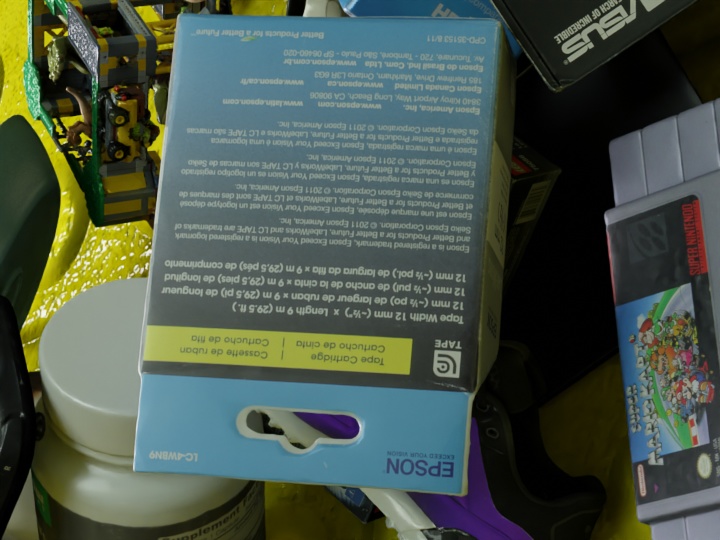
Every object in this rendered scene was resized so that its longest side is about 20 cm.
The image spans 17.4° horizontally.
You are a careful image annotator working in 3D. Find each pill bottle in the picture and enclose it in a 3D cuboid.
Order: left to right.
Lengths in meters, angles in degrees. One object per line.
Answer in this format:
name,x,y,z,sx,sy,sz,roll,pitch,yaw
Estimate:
pill bottle,-0.103,0.108,1.142,0.113,0.113,0.201,-118,21,-46

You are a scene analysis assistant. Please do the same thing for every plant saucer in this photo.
plant saucer,-0.212,0.012,1.312,0.200,0.036,0.201,21,-90,-87

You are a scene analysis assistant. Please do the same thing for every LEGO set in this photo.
LEGO set,-0.119,-0.121,1.367,0.200,0.115,0.154,-133,40,-57

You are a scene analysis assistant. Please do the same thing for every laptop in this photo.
laptop,0.103,-0.061,1.116,0.187,0.116,0.200,-38,18,36

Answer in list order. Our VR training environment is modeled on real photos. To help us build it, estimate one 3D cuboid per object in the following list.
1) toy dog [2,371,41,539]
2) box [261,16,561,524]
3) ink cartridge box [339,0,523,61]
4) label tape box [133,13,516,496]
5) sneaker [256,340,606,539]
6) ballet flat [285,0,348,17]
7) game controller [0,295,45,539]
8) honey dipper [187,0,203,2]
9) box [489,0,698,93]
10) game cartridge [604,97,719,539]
toy dog,-0.203,0.145,1.276,0.200,0.139,0.194,-57,-6,7
box,0.000,0.000,1.114,0.137,0.040,0.201,39,123,29
ink cartridge box,0.074,-0.192,1.094,0.200,0.086,0.146,-52,14,10
label tape box,-0.013,-0.005,0.998,0.143,0.066,0.201,3,79,10
sneaker,0.030,0.056,1.043,0.200,0.070,0.100,45,114,3
ballet flat,-0.009,-0.148,1.249,0.068,0.068,0.201,5,79,11
game controller,-0.195,0.106,1.131,0.105,0.042,0.200,-99,28,-45
honey dipper,-0.002,-0.177,1.203,0.199,0.038,0.038,-20,53,10
box,0.120,-0.195,0.988,0.200,0.161,0.044,-33,4,9
game cartridge,0.160,0.026,0.955,0.129,0.038,0.201,-19,70,42
